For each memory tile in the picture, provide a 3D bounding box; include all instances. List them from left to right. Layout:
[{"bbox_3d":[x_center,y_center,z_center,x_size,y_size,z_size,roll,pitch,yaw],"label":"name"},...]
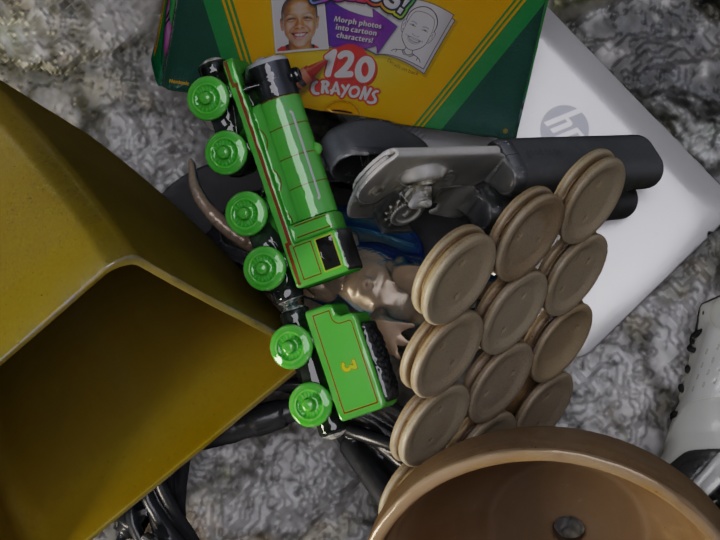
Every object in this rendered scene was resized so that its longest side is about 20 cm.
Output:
[{"bbox_3d":[0.071,0.037,1.013,0.017,0.201,0.153,36,48,29],"label":"memory tile"}]

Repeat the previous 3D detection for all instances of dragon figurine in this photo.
[{"bbox_3d":[0.000,0.000,1.052,0.199,0.099,0.059,20,98,10],"label":"dragon figurine"}]

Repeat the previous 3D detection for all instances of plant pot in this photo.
[{"bbox_3d":[-0.180,0.016,1.017,0.200,0.200,0.177,-39,62,10],"label":"plant pot"},{"bbox_3d":[0.104,0.156,1.018,0.199,0.093,0.202,5,116,11],"label":"plant pot"}]

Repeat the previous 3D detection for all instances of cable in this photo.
[{"bbox_3d":[-0.031,0.135,1.092,0.199,0.051,0.164,22,80,4],"label":"cable"}]

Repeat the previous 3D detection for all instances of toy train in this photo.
[{"bbox_3d":[-0.032,-0.016,0.986,0.056,0.042,0.201,-19,87,15],"label":"toy train"}]

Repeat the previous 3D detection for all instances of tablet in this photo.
[{"bbox_3d":[0.100,-0.065,1.122,0.130,0.014,0.200,-43,86,-4],"label":"tablet"}]

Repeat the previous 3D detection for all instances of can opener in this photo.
[{"bbox_3d":[0.070,-0.059,1.045,0.199,0.053,0.067,-5,54,-38],"label":"can opener"}]

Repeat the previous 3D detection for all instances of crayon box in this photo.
[{"bbox_3d":[-0.004,-0.146,1.051,0.199,0.058,0.120,7,110,-14],"label":"crayon box"}]

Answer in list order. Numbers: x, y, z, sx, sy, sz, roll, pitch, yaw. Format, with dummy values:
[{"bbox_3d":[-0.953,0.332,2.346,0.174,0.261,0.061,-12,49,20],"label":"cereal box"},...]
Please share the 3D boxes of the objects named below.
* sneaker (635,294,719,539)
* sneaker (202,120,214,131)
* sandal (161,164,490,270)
[{"bbox_3d":[0.204,0.067,1.090,0.080,0.074,0.200,38,82,20],"label":"sneaker"},{"bbox_3d":[-0.060,-0.175,1.100,0.076,0.081,0.202,8,86,-1],"label":"sneaker"},{"bbox_3d":[-0.027,-0.027,1.098,0.199,0.043,0.077,-3,88,5],"label":"sandal"}]
